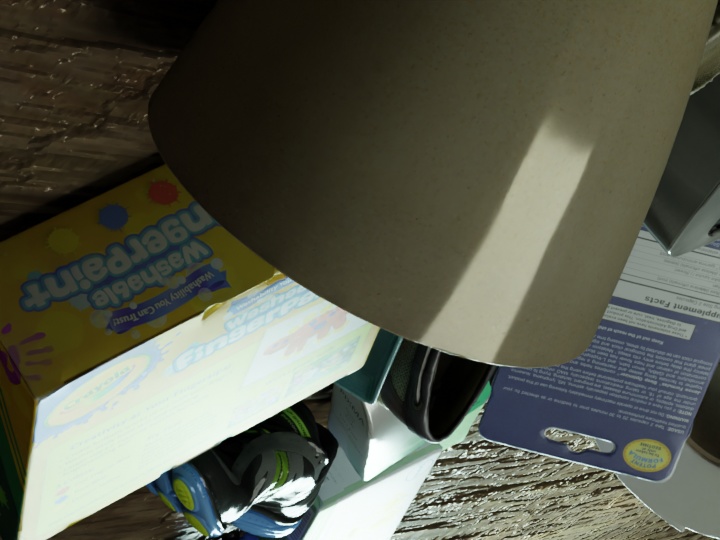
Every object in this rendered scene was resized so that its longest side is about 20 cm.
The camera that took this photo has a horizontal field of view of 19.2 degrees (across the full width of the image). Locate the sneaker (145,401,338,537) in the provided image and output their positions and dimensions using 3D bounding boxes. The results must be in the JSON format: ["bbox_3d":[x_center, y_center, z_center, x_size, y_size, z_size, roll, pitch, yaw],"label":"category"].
[{"bbox_3d":[-0.067,0.101,1.179,0.083,0.071,0.200,-53,160,6],"label":"sneaker"}]

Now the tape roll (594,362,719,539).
[{"bbox_3d":[0.240,0.043,1.268,0.203,0.203,0.139,-46,-173,27],"label":"tape roll"}]

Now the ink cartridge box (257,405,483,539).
[{"bbox_3d":[0.024,0.137,1.436,0.200,0.048,0.146,-23,156,-29],"label":"ink cartridge box"}]

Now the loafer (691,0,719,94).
[{"bbox_3d":[0.109,-0.093,0.948,0.067,0.076,0.200,9,155,-41],"label":"loafer"}]

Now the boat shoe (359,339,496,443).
[{"bbox_3d":[0.070,0.002,1.110,0.072,0.065,0.200,10,118,-46],"label":"boat shoe"}]

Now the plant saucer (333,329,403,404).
[{"bbox_3d":[0.000,0.000,1.047,0.019,0.070,0.200,-55,172,-32],"label":"plant saucer"}]

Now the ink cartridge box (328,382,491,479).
[{"bbox_3d":[0.062,0.031,1.224,0.161,0.050,0.200,-31,163,-17],"label":"ink cartridge box"}]

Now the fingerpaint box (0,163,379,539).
[{"bbox_3d":[-0.080,0.021,0.936,0.200,0.073,0.167,-28,160,-24],"label":"fingerpaint box"}]

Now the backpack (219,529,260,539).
[{"bbox_3d":[-0.124,0.283,1.347,0.200,0.168,0.163,-26,152,-18],"label":"backpack"}]

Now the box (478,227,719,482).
[{"bbox_3d":[0.147,0.017,1.170,0.032,0.121,0.200,-92,-161,-63],"label":"box"}]

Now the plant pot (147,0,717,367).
[{"bbox_3d":[0.050,-0.101,0.752,0.187,0.187,0.200,-8,133,-54],"label":"plant pot"}]

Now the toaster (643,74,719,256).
[{"bbox_3d":[0.198,-0.117,1.024,0.200,0.119,0.181,-20,154,-39],"label":"toaster"}]
